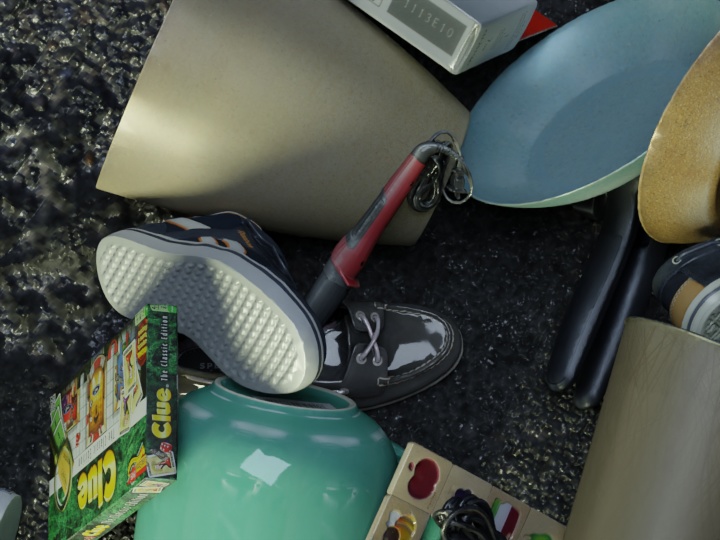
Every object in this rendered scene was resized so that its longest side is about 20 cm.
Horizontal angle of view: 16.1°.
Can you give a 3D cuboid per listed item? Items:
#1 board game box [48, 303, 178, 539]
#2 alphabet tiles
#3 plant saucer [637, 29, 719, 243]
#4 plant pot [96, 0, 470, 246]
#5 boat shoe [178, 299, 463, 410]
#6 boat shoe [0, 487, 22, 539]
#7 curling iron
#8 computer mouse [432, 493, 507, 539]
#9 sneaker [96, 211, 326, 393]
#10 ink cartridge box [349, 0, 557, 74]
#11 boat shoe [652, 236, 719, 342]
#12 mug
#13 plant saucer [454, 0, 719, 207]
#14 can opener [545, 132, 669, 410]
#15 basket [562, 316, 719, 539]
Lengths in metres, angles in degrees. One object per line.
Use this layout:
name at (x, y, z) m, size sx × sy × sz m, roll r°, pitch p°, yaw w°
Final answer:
board game box at (-0.150, 0.099, 1.523) m, size 0.023 × 0.200 × 0.106 m, roll 4°, pitch 70°, yaw -23°
alphabet tiles at (0.047, 0.224, 1.498) m, size 0.008 × 0.167 × 0.201 m, roll 13°, pitch 76°, yaw 55°
plant saucer at (0.249, -0.091, 1.549) m, size 0.200 × 0.200 × 0.035 m, roll -45°, pitch 61°, yaw -11°
plant pot at (-0.039, -0.097, 1.598) m, size 0.199 × 0.187 × 0.188 m, roll 24°, pitch 74°, yaw -4°
boat shoe at (-0.035, 0.052, 1.598) m, size 0.198 × 0.057 × 0.067 m, roll -5°, pitch 71°, yaw 3°
boat shoe at (-0.283, 0.216, 1.554) m, size 0.086 × 0.075 × 0.203 m, roll 17°, pitch 71°, yaw 9°
curling iron at (0.000, 0.000, 1.552) m, size 0.049 × 0.026 × 0.200 m, roll 34°, pitch 100°, yaw -28°
computer mouse at (0.027, 0.227, 1.460) m, size 0.046 × 0.140 × 0.201 m, roll 26°, pitch 81°, yaw 37°
sneaker at (-0.072, 0.011, 1.526) m, size 0.079 × 0.079 × 0.199 m, roll -18°, pitch 30°, yaw -36°
ink cartridge box at (0.026, -0.210, 1.628) m, size 0.200 × 0.173 × 0.044 m, roll 36°, pitch 118°, yaw 14°
boat shoe at (0.262, -0.004, 1.563) m, size 0.199 × 0.075 × 0.062 m, roll -18°, pitch 42°, yaw -31°
mug at (-0.046, 0.127, 1.522) m, size 0.151 × 0.185 × 0.115 m, roll 13°, pitch 98°, yaw 25°
plant saucer at (0.153, -0.099, 1.602) m, size 0.200 × 0.039 × 0.202 m, roll -27°, pitch 31°, yaw 18°
can opener at (0.166, -0.008, 1.611) m, size 0.063 × 0.078 × 0.201 m, roll 23°, pitch 74°, yaw -29°
basket at (0.191, 0.154, 1.506) m, size 0.136 × 0.180 × 0.201 m, roll 16°, pitch 81°, yaw 46°
